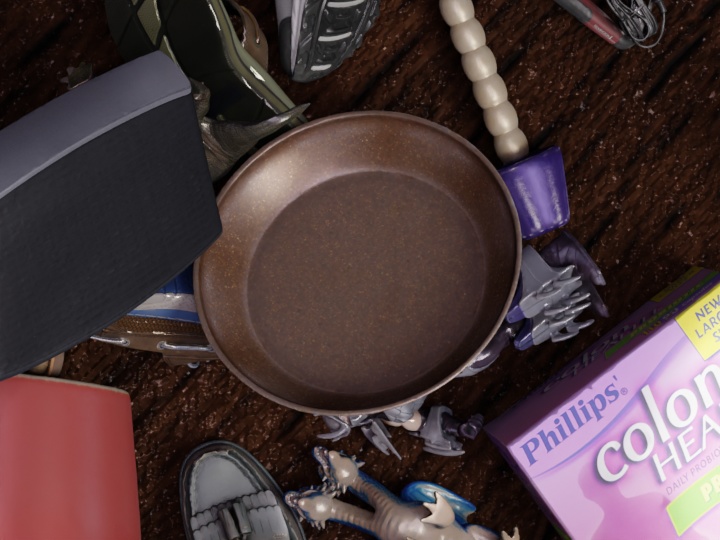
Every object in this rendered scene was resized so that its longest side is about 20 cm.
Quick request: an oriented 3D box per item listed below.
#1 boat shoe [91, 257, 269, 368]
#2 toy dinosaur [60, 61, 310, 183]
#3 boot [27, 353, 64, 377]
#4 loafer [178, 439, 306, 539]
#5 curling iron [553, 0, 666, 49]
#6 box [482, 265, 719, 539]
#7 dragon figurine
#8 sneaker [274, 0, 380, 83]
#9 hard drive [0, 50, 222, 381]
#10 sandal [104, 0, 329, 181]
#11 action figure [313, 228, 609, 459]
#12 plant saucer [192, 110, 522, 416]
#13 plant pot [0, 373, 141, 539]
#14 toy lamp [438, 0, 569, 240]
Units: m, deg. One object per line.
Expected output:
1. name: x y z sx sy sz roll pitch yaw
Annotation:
1. boat shoe: -0.103 0.020 1.566 0.199 0.072 0.073 13 49 -26
2. toy dinosaur: -0.127 -0.077 1.544 0.199 0.103 0.077 -20 53 1
3. boot: -0.240 -0.015 1.515 0.075 0.074 0.201 -17 65 -31
4. loafer: -0.058 0.203 1.586 0.071 0.063 0.201 -20 95 -5
5. curling iron: 0.111 -0.199 1.579 0.199 0.026 0.050 29 94 -21
6. box: 0.209 0.130 1.595 0.175 0.097 0.201 -36 96 -3
7. dragon figurine: 0.048 0.169 1.598 0.199 0.099 0.059 26 89 -26
8. sneaker: -0.030 -0.217 1.569 0.074 0.079 0.202 -13 112 -49
9. hard drive: -0.162 -0.026 1.430 0.200 0.042 0.136 -35 128 -35
10. sandal: -0.088 -0.128 1.569 0.079 0.057 0.201 -21 117 32
11. action figure: 0.057 0.049 1.571 0.199 0.070 0.130 -31 141 -5
12. plant saucer: 0.000 0.000 1.512 0.199 0.037 0.202 -5 64 10
13. plant pot: -0.217 0.152 1.512 0.199 0.200 0.179 7 84 -7
14. toy lamp: 0.080 -0.118 1.587 0.058 0.058 0.201 -20 94 -5
